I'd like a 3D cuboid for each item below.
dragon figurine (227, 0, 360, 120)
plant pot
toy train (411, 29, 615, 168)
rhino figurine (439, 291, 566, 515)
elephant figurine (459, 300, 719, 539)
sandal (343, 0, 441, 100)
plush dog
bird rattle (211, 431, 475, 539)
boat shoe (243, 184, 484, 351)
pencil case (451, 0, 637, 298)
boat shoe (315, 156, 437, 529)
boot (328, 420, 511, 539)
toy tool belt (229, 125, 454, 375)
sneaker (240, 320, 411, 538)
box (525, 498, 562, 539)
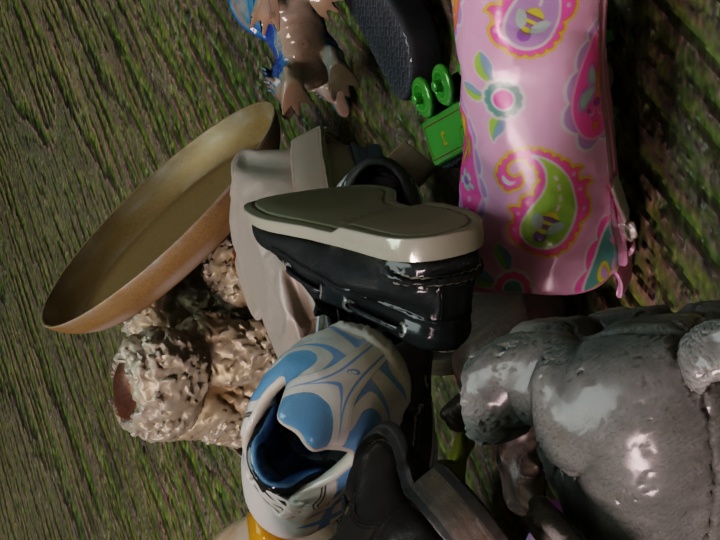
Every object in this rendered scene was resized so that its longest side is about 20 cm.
[{"bbox_3d":[-0.046,-0.161,1.557,0.099,0.059,0.200,-121,10,-56],"label":"dragon figurine"},{"bbox_3d":[-0.120,-0.028,1.619,0.200,0.027,0.200,-40,17,15],"label":"plant pot"},{"bbox_3d":[0.076,-0.092,1.295,0.200,0.042,0.056,156,98,-69],"label":"toy train"},{"bbox_3d":[0.072,0.044,1.247,0.200,0.060,0.087,-96,15,-52],"label":"rhino figurine"},{"bbox_3d":[0.122,0.117,1.043,0.155,0.141,0.200,-13,-83,-68],"label":"elephant figurine"},{"bbox_3d":[0.012,-0.182,1.513,0.076,0.043,0.200,102,150,-56],"label":"sandal"},{"bbox_3d":[-0.058,0.019,1.614,0.200,0.160,0.172,-89,23,-68],"label":"plush dog"},{"bbox_3d":[-0.007,0.156,1.388,0.200,0.163,0.113,136,137,-60],"label":"bird rattle"},{"bbox_3d":[0.002,0.000,1.212,0.199,0.074,0.066,13,114,60],"label":"boat shoe"},{"bbox_3d":[0.081,-0.084,1.167,0.087,0.087,0.200,-129,30,-63],"label":"pencil case"},{"bbox_3d":[0.004,0.039,1.298,0.057,0.069,0.200,88,-179,-78],"label":"boat shoe"},{"bbox_3d":[-0.028,0.145,1.048,0.069,0.174,0.200,53,173,-8],"label":"boot"},{"bbox_3d":[0.009,0.007,1.404,0.125,0.123,0.200,91,161,-47],"label":"toy tool belt"},{"bbox_3d":[-0.032,0.084,1.216,0.072,0.072,0.200,50,155,11],"label":"sneaker"},{"bbox_3d":[0.108,0.226,1.207,0.137,0.039,0.200,110,153,-48],"label":"box"}]
